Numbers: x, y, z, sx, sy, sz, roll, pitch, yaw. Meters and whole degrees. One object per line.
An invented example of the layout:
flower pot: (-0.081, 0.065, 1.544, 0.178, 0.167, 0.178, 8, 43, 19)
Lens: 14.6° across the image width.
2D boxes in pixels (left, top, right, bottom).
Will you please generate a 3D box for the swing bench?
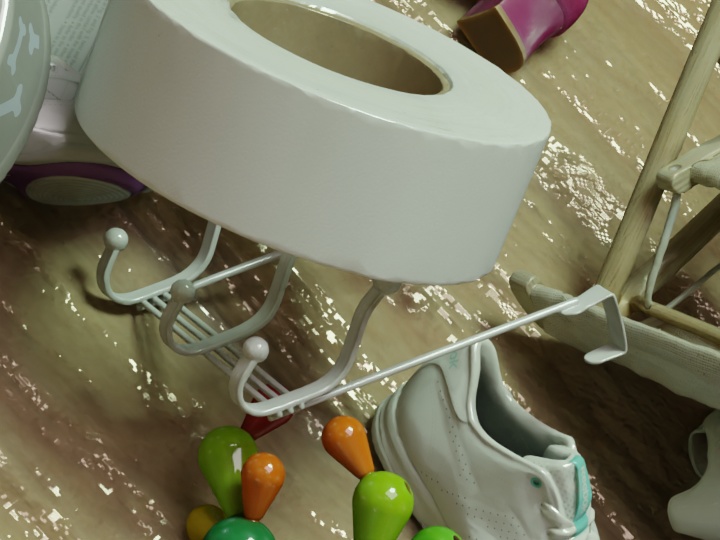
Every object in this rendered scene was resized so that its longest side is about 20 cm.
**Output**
swing bench: (0.218, -0.009, 1.379, 0.200, 0.199, 0.130, -55, 131, -10)

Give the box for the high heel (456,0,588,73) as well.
high heel: (0.063, -0.211, 1.524, 0.200, 0.067, 0.096, 56, 48, -17)

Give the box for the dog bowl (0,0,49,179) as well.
dog bowl: (-0.232, -0.102, 1.178, 0.200, 0.059, 0.200, 1, 70, -3)

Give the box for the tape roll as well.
tape roll: (-0.022, -0.070, 1.224, 0.202, 0.071, 0.202, 20, 19, -7)

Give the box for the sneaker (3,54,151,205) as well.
sneaker: (-0.159, -0.086, 1.266, 0.200, 0.075, 0.100, 11, 73, -31)

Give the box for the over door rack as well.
over door rack: (0.000, 0.000, 1.271, 0.200, 0.067, 0.148, -9, 26, -29)

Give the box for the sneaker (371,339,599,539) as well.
sneaker: (0.085, 0.122, 1.290, 0.075, 0.088, 0.200, -23, 73, -47)

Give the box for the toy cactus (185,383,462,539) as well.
toy cactus: (-0.026, 0.156, 1.195, 0.165, 0.102, 0.200, -32, 81, -28)

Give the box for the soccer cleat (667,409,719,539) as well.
soccer cleat: (0.211, 0.080, 1.441, 0.200, 0.077, 0.069, -50, 133, -61)

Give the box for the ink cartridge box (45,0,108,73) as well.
ink cartridge box: (-0.129, -0.163, 1.297, 0.200, 0.160, 0.047, 20, 31, -22)
